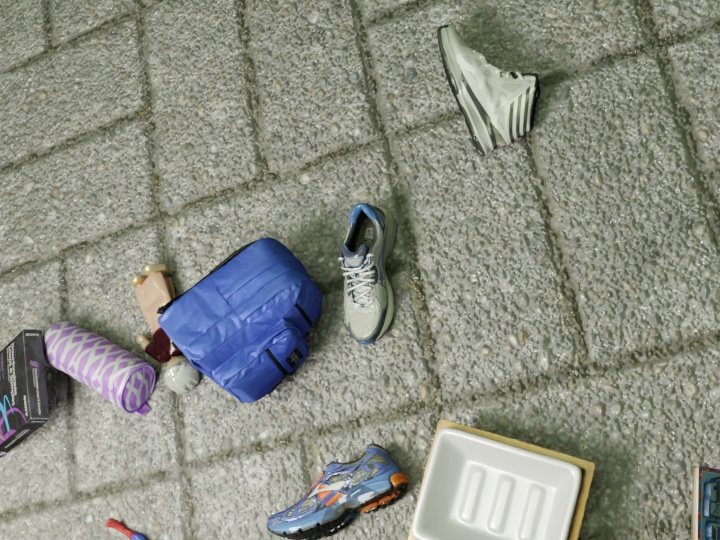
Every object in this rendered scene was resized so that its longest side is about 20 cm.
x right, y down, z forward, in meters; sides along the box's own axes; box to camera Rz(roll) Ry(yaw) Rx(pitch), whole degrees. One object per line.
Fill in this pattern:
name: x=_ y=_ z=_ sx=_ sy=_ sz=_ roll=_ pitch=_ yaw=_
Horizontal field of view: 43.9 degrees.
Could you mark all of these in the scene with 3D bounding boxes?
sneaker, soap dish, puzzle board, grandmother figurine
sneaker: x=0.185 y=-0.268 z=1.251 sx=0.115 sy=0.076 sz=0.202 roll=-22 pitch=75 yaw=6
soap dish: x=0.171 y=0.284 z=1.082 sx=0.198 sy=0.081 sz=0.159 roll=12 pitch=80 yaw=25
sneaker: x=-0.035 y=0.296 z=1.180 sx=0.199 sy=0.075 sz=0.079 roll=-26 pitch=57 yaw=5
puzzle board: x=0.403 y=0.317 z=0.945 sx=0.017 sy=0.150 sz=0.202 roll=-14 pitch=66 yaw=56
grandmother figurine: x=-0.290 y=0.090 z=1.351 sx=0.121 sy=0.060 sz=0.201 roll=-39 pitch=64 yaw=39
sneaker: x=0.000 y=0.000 z=1.234 sx=0.076 sy=0.085 sz=0.202 roll=-5 pitch=74 yaw=22

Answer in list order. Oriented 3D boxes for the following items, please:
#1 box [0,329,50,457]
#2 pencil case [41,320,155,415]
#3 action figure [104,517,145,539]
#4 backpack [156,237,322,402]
box: x=-0.544 y=0.194 z=1.392 sx=0.200 sy=0.036 sz=0.144 roll=-33 pitch=62 yaw=39
pencil case: x=-0.405 y=0.148 z=1.368 sx=0.199 sy=0.084 sz=0.086 roll=22 pitch=119 yaw=29
action figure: x=-0.298 y=0.413 z=1.238 sx=0.199 sy=0.099 sz=0.066 roll=20 pitch=84 yaw=24
backpack: x=-0.144 y=0.070 z=1.239 sx=0.200 sy=0.163 sz=0.168 roll=-42 pitch=72 yaw=-8
